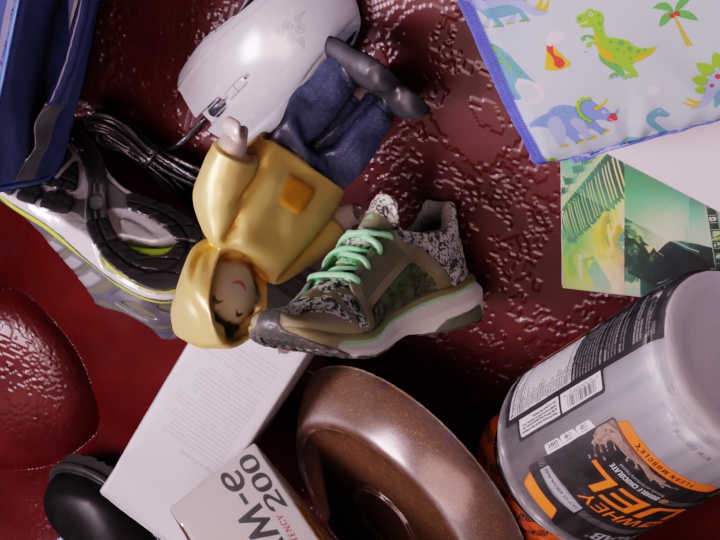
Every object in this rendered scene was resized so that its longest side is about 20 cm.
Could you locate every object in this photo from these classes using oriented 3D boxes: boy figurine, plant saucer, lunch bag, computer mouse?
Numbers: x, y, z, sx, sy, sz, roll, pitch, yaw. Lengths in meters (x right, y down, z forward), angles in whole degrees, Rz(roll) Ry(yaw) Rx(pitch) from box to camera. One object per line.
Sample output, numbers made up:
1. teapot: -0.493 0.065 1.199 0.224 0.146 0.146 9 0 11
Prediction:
1. boy figurine: -0.050 -0.043 1.382 0.064 0.200 0.124 30 171 48
2. plant saucer: 0.024 0.151 1.485 0.200 0.034 0.201 38 150 26
3. lunch bag: 0.144 -0.169 1.273 0.169 0.127 0.201 -14 101 27
4. computer mouse: -0.080 -0.114 1.440 0.110 0.044 0.200 44 123 -3
5. lunch bag: -0.226 -0.152 1.410 0.132 0.136 0.201 18 103 12

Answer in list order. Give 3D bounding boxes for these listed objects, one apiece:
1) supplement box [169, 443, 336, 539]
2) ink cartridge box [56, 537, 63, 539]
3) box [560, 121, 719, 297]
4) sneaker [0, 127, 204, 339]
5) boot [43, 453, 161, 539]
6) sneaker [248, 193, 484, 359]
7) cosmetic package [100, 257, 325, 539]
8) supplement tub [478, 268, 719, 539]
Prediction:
1. supplement box: -0.028 0.218 1.492 0.073 0.126 0.200 -37 138 -2
2. ink cartridge box: -0.232 0.299 1.622 0.128 0.200 0.125 -36 99 33
3. box: 0.215 -0.048 1.362 0.199 0.036 0.145 7 119 20
4. sneaker: -0.172 -0.022 1.482 0.200 0.074 0.081 39 148 33
5. boot: -0.182 0.229 1.562 0.211 0.158 0.080 39 147 26
6. sneaker: 0.000 0.000 1.393 0.077 0.200 0.089 2 101 35
7. cosmetic package: -0.085 0.075 1.509 0.074 0.102 0.200 35 122 2
8. supplement tub: 0.165 0.090 1.388 0.123 0.123 0.200 46 139 -6
